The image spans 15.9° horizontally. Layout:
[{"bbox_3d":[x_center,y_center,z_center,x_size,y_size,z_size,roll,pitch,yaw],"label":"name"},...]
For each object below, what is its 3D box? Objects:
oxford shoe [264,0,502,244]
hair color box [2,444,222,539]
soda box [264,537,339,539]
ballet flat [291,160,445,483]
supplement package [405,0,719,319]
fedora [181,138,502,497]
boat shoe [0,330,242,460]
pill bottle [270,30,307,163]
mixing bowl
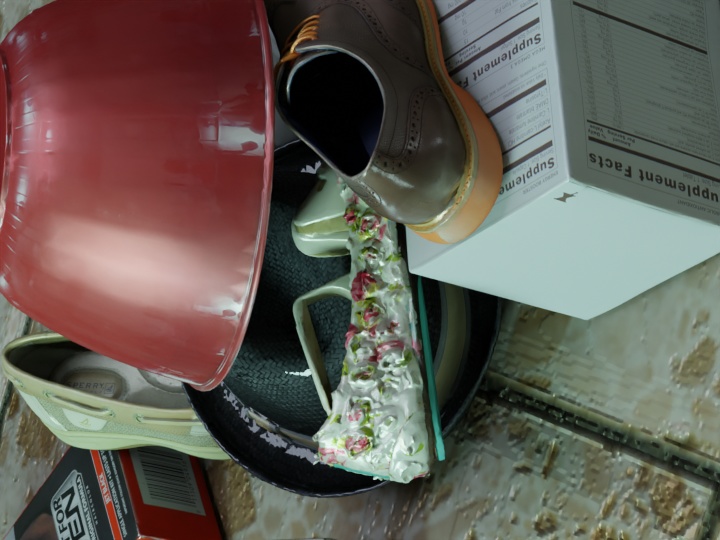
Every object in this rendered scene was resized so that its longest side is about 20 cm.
[{"bbox_3d":[-0.007,-0.094,1.128,0.071,0.073,0.200,-54,42,19],"label":"oxford shoe"},{"bbox_3d":[-0.160,0.181,1.463,0.200,0.061,0.102,-53,39,30],"label":"hair color box"},{"bbox_3d":[-0.024,0.232,1.244,0.068,0.063,0.201,-10,69,54],"label":"soda box"},{"bbox_3d":[0.000,0.000,1.168,0.076,0.063,0.201,75,-169,-64],"label":"ballet flat"},{"bbox_3d":[0.088,-0.097,1.162,0.109,0.113,0.201,-30,54,45],"label":"supplement package"},{"bbox_3d":[-0.031,0.009,1.263,0.200,0.092,0.202,-11,67,28],"label":"fedora"},{"bbox_3d":[-0.098,0.054,1.369,0.200,0.063,0.074,-2,58,33],"label":"boat shoe"},{"bbox_3d":[-0.064,-0.105,1.383,0.200,0.119,0.120,-36,50,44],"label":"pill bottle"},{"bbox_3d":[-0.116,-0.049,1.166,0.200,0.108,0.202,-175,90,-72],"label":"mixing bowl"}]
